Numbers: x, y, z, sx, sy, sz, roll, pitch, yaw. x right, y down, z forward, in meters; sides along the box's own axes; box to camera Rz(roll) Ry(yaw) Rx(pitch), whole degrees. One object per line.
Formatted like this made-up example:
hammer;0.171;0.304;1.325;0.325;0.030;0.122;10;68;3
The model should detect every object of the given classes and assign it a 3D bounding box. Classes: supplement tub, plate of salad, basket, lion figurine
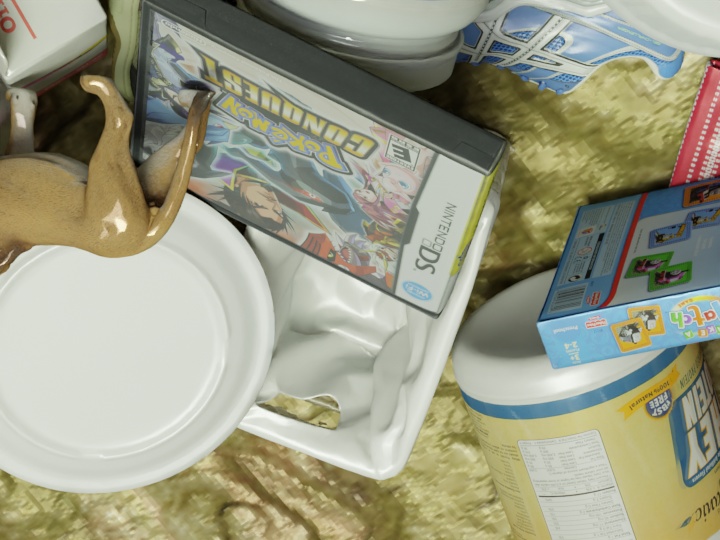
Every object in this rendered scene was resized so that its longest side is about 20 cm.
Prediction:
supplement tub;0.011;-0.209;1.305;0.145;0.145;0.200;15;116;5
plate of salad;-0.149;0.035;1.437;0.199;0.048;0.201;-4;115;-10
supplement tub;0.150;0.109;1.500;0.144;0.145;0.200;-14;113;18
basket;0.000;0.000;1.497;0.135;0.123;0.200;20;116;3
lion figurine;-0.160;-0.038;1.310;0.200;0.072;0.123;0;84;36

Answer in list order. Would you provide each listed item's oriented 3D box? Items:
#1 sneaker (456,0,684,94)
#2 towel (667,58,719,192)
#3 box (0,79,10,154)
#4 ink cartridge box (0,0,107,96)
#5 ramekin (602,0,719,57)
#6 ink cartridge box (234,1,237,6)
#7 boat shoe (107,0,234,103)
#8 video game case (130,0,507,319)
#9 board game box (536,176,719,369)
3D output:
sneaker;0.094;-0.138;1.440;0.199;0.076;0.077;-5;108;16
towel;0.283;-0.037;1.476;0.199;0.022;0.145;17;118;6
box;-0.298;-0.056;1.484;0.152;0.200;0.107;17;115;4
ink cartridge box;-0.195;-0.164;1.385;0.067;0.200;0.117;-31;92;-5
ramekin;0.209;-0.212;1.338;0.200;0.098;0.201;0;98;-2
ink cartridge box;-0.040;-0.225;1.429;0.136;0.076;0.200;33;114;-5
boat shoe;-0.100;-0.130;1.431;0.066;0.201;0.072;34;74;12
video game case;-0.029;-0.062;1.335;0.200;0.026;0.181;26;155;5
board game box;0.210;-0.011;1.410;0.200;0.151;0.037;-13;113;21
